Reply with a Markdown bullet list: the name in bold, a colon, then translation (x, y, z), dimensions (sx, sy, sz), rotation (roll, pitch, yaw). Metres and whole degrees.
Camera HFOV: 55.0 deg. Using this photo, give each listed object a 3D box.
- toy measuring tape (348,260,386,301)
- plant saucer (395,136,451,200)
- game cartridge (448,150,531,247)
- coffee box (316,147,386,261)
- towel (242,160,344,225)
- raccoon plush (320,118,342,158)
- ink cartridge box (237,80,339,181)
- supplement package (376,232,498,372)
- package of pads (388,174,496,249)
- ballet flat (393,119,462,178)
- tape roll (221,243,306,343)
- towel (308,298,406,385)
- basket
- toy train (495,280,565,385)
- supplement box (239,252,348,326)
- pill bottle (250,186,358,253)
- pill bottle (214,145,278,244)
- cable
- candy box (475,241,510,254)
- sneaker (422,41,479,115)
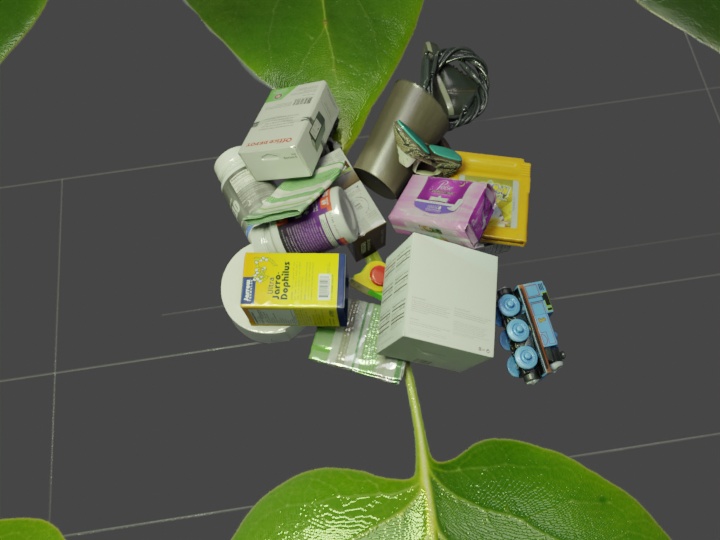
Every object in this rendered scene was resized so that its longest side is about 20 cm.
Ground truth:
- **toy measuring tape**: translation (0.000, 0.000, 1.425), dimensions (0.197, 0.074, 0.075), rotation (27, 69, -6)
- **plant saucer**: translation (0.115, -0.253, 1.559), dimensions (0.194, 0.035, 0.205), rotation (0, 68, 0)
- **game cartridge**: translation (0.266, -0.153, 1.449), dimensions (0.171, 0.033, 0.205), rotation (7, 66, 6)
- **coffee box**: translation (-0.026, -0.139, 1.472), dimensions (0.078, 0.115, 0.202), rotation (-27, 69, -9)
- **towel**: translation (-0.126, -0.153, 1.357), dimensions (0.150, 0.024, 0.200), rotation (-8, 28, 35)
- **raccoon plush**: translation (-0.128, -0.295, 1.574), dimensions (0.196, 0.096, 0.138), rotation (5, 78, 32)
- **ink cartridge box**: translation (-0.145, -0.288, 1.433), dimensions (0.142, 0.085, 0.203), rotation (-1, 51, 28)
- **supplement package**: translation (0.147, 0.067, 1.337), dimensions (0.187, 0.147, 0.205), rotation (15, 67, -16)
- **package of pads**: translation (0.163, -0.122, 1.377), dimensions (0.197, 0.076, 0.122), rotation (13, 65, 40)
- **ballet flat**: translation (0.124, -0.231, 1.399), dimensions (0.076, 0.197, 0.069), rotation (-50, 44, 24)
- **tape roll**: translation (-0.185, 0.044, 1.425), dimensions (0.197, 0.071, 0.208), rotation (0, 67, 1)
- **towel**: translation (0.005, 0.138, 1.409), dimensions (0.195, 0.031, 0.152), rotation (13, 66, 9)
- **basket**: translation (0.081, -0.266, 1.471), dimensions (0.134, 0.180, 0.202), rotation (27, 81, 33)
- **toy train**: translation (0.335, 0.122, 1.373), dimensions (0.111, 0.087, 0.204), rotation (-11, 67, -9)
- **supplement box**: translation (-0.123, 0.038, 1.329), dimensions (0.194, 0.109, 0.112), rotation (1, 68, 2)
- **pill bottle**: translation (-0.112, -0.080, 1.361), dimensions (0.196, 0.111, 0.114), rotation (-20, 67, 14)
- **pill bottle**: translation (-0.231, -0.161, 1.486), dimensions (0.112, 0.114, 0.202), rotation (-28, 69, -10)
- **cable**: translation (0.211, -0.403, 1.551), dimensions (0.159, 0.051, 0.205), rotation (4, 74, -8)
- **candy box**: translation (0.210, -0.091, 1.474), dimensions (0.195, 0.061, 0.139), rotation (-14, 67, -5)
- **sneaker**: translation (0.217, -0.450, 1.621), dimensions (0.104, 0.075, 0.205), rotation (-16, 77, -10)
